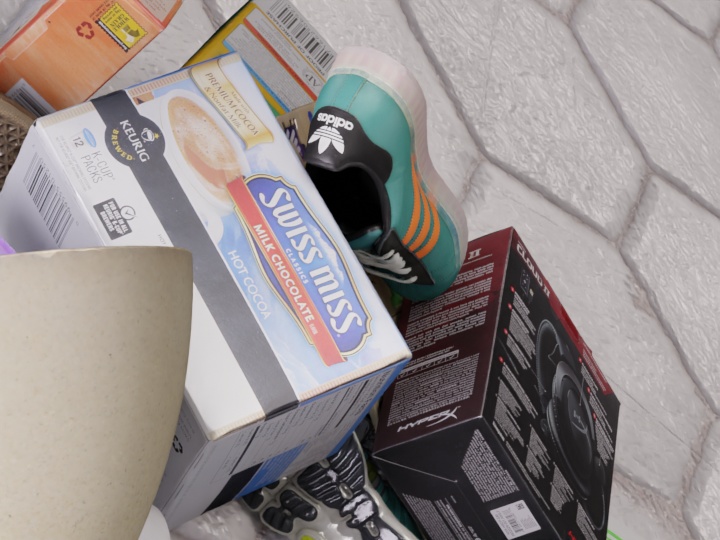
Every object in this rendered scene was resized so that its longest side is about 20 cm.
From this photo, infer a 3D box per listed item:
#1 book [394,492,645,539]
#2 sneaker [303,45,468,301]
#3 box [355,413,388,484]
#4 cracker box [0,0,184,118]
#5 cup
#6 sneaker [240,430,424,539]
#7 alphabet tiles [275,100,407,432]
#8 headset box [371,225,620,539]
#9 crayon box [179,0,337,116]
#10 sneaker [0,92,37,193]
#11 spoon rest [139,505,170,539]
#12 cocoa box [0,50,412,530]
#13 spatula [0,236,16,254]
[{"bbox_3d":[0.101,0.169,1.730,0.200,0.048,0.134,35,31,-21],"label":"book"},{"bbox_3d":[0.005,-0.034,1.556,0.080,0.071,0.200,-59,151,-26],"label":"sneaker"},{"bbox_3d":[-0.042,0.019,1.683,0.200,0.050,0.158,41,31,-18],"label":"box"},{"bbox_3d":[-0.148,-0.160,1.645,0.058,0.134,0.200,44,30,-13],"label":"cracker box"},{"bbox_3d":[-0.168,0.074,1.322,0.200,0.199,0.144,0,80,-55],"label":"cup"},{"bbox_3d":[-0.015,0.132,1.594,0.201,0.077,0.080,60,10,5],"label":"sneaker"},{"bbox_3d":[0.000,0.000,1.619,0.166,0.006,0.201,-28,100,-68],"label":"alphabet tiles"},{"bbox_3d":[0.084,0.085,1.639,0.149,0.077,0.200,57,25,-29],"label":"headset box"},{"bbox_3d":[-0.056,-0.082,1.672,0.126,0.052,0.200,48,27,-7],"label":"crayon box"},{"bbox_3d":[-0.241,-0.103,1.514,0.200,0.070,0.076,28,35,-37],"label":"sneaker"},{"bbox_3d":[-0.124,0.177,1.372,0.099,0.061,0.201,34,32,-29],"label":"spoon rest"},{"bbox_3d":[-0.089,0.011,1.495,0.131,0.133,0.201,-22,73,-29],"label":"cocoa box"},{"bbox_3d":[-0.249,-0.045,1.441,0.199,0.057,0.021,33,59,-1],"label":"spatula"}]
